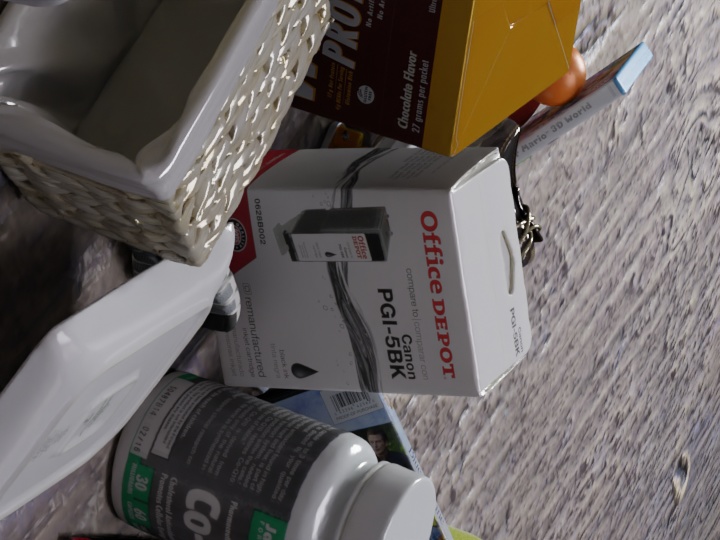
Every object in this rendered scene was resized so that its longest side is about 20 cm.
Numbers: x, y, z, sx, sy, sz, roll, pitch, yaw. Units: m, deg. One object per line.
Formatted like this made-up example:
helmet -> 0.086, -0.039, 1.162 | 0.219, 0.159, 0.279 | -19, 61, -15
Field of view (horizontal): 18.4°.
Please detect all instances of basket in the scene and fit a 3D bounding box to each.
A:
basket -> -0.113, -0.119, 1.237 | 0.201, 0.135, 0.124 | -63, 161, -22

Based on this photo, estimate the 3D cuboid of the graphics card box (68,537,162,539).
graphics card box -> -0.115, 0.231, 1.514 | 0.051, 0.125, 0.200 | -64, 160, 3

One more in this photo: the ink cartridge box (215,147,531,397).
ink cartridge box -> 0.000, 0.000, 1.471 | 0.083, 0.198, 0.148 | -37, 122, -55

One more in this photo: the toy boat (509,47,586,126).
toy boat -> 0.117, -0.166, 1.760 | 0.132, 0.130, 0.200 | -71, 161, -1

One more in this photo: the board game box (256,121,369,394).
board game box -> -0.021, 0.012, 1.712 | 0.201, 0.026, 0.200 | -68, 158, -12

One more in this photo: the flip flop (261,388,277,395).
flip flop -> -0.058, 0.129, 1.665 | 0.201, 0.080, 0.058 | 90, -17, -61

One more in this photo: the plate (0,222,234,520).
plate -> -0.162, 0.074, 1.283 | 0.200, 0.032, 0.200 | -50, 171, 32

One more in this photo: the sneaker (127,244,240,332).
sneaker -> -0.101, -0.050, 1.401 | 0.116, 0.074, 0.200 | -65, 157, -23

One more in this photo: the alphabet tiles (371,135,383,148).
alphabet tiles -> -0.006, -0.002, 1.680 | 0.200, 0.014, 0.197 | -47, 148, -47

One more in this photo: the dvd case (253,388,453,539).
dvd case -> -0.017, 0.172, 1.581 | 0.201, 0.142, 0.018 | 65, 20, -13

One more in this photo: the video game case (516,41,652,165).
video game case -> 0.144, -0.114, 1.820 | 0.199, 0.018, 0.143 | -34, -174, 23

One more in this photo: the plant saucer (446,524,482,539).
plant saucer -> -0.002, 0.237, 1.674 | 0.048, 0.198, 0.201 | -69, 178, -51

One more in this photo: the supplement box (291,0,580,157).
supplement box -> 0.017, -0.187, 1.403 | 0.197, 0.198, 0.134 | -37, 140, -56

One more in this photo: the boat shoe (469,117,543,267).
boat shoe -> 0.105, -0.031, 1.699 | 0.075, 0.073, 0.201 | -53, 159, -43

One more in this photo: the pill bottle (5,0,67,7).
pill bottle -> -0.148, -0.239, 1.079 | 0.201, 0.111, 0.112 | -66, 158, -15

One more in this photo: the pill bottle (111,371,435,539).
pill bottle -> -0.057, 0.150, 1.491 | 0.113, 0.198, 0.114 | -49, 149, -44

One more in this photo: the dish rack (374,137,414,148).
dish rack -> 0.032, -0.058, 1.634 | 0.200, 0.043, 0.173 | -51, 156, -44
